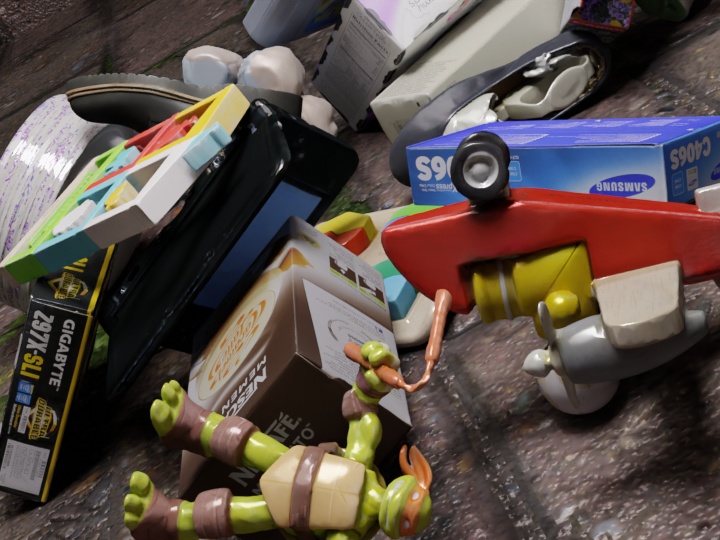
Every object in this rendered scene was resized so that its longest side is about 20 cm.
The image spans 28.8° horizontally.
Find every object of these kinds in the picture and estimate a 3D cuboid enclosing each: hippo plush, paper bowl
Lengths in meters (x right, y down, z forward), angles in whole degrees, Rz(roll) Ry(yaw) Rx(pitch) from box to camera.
[{"bbox_3d":[-0.091,-0.116,1.289,0.161,0.159,0.201,-46,-21,-73],"label":"hippo plush"},{"bbox_3d":[-0.263,-0.051,1.287,0.201,0.104,0.201,24,-90,-85],"label":"paper bowl"}]

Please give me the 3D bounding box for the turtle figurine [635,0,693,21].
[{"bbox_3d":[0.278,-0.321,1.179,0.194,0.200,0.144,-52,14,-24],"label":"turtle figurine"}]

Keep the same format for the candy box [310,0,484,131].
[{"bbox_3d":[0.051,-0.234,1.274,0.168,0.072,0.200,-43,-3,-19],"label":"candy box"}]

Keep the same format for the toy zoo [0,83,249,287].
[{"bbox_3d":[-0.152,-0.060,0.945,0.200,0.020,0.131,-20,28,42],"label":"toy zoo"}]

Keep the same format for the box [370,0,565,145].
[{"bbox_3d":[0.105,-0.174,1.206,0.200,0.069,0.082,-44,25,-29],"label":"box"}]

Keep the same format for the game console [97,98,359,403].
[{"bbox_3d":[-0.082,-0.002,0.961,0.200,0.176,0.116,-52,53,13],"label":"game console"}]

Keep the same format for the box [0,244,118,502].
[{"bbox_3d":[-0.225,0.050,1.057,0.049,0.160,0.200,13,23,-8],"label":"box"}]

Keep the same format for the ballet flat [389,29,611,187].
[{"bbox_3d":[0.114,-0.126,1.099,0.200,0.073,0.073,-31,23,-7],"label":"ballet flat"}]

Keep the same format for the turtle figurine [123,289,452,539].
[{"bbox_3d":[-0.028,0.100,0.701,0.161,0.064,0.201,9,78,17],"label":"turtle figurine"}]

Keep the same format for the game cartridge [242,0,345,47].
[{"bbox_3d":[-0.009,-0.268,1.250,0.200,0.041,0.133,-32,-5,-33],"label":"game cartridge"}]

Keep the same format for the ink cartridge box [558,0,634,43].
[{"bbox_3d":[0.196,-0.243,1.102,0.050,0.109,0.200,11,5,3],"label":"ink cartridge box"}]

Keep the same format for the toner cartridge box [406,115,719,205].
[{"bbox_3d":[0.136,-0.071,0.919,0.199,0.043,0.095,4,19,43],"label":"toner cartridge box"}]

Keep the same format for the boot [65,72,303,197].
[{"bbox_3d":[-0.154,-0.088,1.170,0.199,0.139,0.077,6,1,12],"label":"boot"}]

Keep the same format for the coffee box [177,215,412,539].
[{"bbox_3d":[-0.042,0.063,0.841,0.114,0.080,0.200,-51,18,16],"label":"coffee box"}]

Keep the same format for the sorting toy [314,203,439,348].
[{"bbox_3d":[0.000,0.000,1.018,0.199,0.037,0.185,-15,28,34],"label":"sorting toy"}]

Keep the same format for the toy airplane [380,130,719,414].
[{"bbox_3d":[0.135,0.009,0.743,0.199,0.142,0.199,-2,14,-40],"label":"toy airplane"}]
